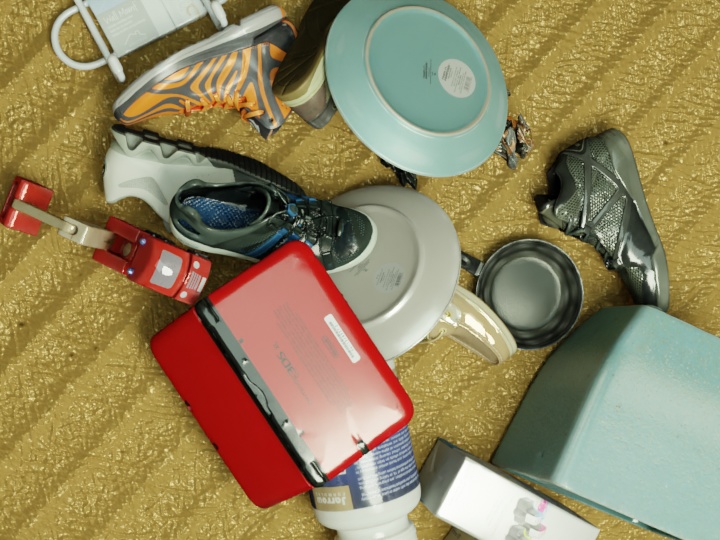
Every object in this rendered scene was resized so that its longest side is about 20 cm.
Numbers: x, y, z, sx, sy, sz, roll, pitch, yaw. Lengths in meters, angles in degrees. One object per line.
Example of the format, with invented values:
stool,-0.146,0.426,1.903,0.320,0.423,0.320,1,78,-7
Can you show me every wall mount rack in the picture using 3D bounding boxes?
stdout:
wall mount rack,-0.220,-0.285,1.189,0.199,0.075,0.174,-29,96,-8

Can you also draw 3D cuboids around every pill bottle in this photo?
pill bottle,-0.002,0.188,1.224,0.110,0.111,0.201,-13,94,-9

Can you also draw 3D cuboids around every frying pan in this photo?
frying pan,0.138,0.022,1.282,0.189,0.031,0.116,5,91,-6

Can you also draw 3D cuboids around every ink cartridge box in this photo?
ink cartridge box,0.161,0.252,1.252,0.199,0.115,0.068,30,88,-10

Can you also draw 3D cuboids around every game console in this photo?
game console,-0.076,0.100,1.162,0.172,0.119,0.201,-34,92,-11

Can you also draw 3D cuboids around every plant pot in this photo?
plant pot,0.279,0.146,1.236,0.195,0.196,0.201,24,83,-9

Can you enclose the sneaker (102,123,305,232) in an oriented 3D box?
sneaker,-0.156,-0.076,1.217,0.199,0.074,0.089,14,103,-8

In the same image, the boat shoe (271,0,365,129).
boat shoe,-0.023,-0.221,1.212,0.065,0.073,0.201,54,52,-36

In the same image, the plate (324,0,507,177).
plate,0.061,-0.186,1.176,0.199,0.026,0.201,10,66,-23

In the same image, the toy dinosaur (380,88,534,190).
toy dinosaur,0.075,-0.162,1.248,0.199,0.102,0.136,30,69,25

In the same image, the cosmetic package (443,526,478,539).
cosmetic package,0.078,0.363,1.249,0.071,0.105,0.200,37,85,-9

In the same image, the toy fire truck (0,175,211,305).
toy fire truck,-0.243,-0.029,1.161,0.141,0.200,0.049,23,89,-38

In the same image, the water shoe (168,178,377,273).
water shoe,-0.078,-0.041,1.147,0.199,0.079,0.072,4,73,-11

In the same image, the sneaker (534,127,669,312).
sneaker,0.246,-0.036,1.278,0.114,0.076,0.200,-20,92,-6

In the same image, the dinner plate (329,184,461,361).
dinner plate,0.000,0.000,1.197,0.199,0.024,0.201,-10,61,19

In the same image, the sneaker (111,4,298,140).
sneaker,-0.135,-0.168,1.207,0.199,0.078,0.112,-30,95,-7

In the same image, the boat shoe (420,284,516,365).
boat shoe,0.064,0.039,1.245,0.200,0.074,0.069,37,68,0
